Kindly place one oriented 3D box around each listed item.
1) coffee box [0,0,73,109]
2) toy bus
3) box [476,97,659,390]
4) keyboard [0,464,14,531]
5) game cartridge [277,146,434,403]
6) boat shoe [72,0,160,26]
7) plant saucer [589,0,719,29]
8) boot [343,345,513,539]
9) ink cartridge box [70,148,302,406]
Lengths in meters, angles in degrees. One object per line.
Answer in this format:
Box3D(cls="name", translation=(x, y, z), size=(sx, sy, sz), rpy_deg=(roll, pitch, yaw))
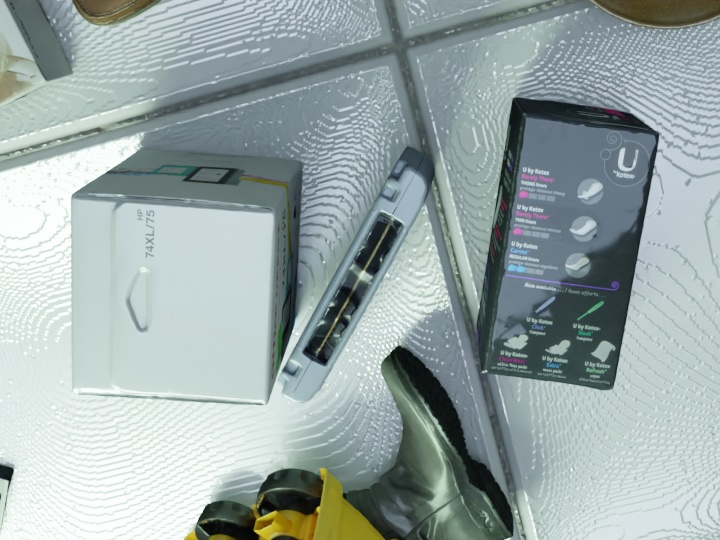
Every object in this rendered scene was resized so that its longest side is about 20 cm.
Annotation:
Box3D(cls="coffee box", translation=(-0.349, -0.163, 0.921), size=(0.198, 0.080, 0.115), rpy_deg=(-23, 102, 8))
Box3D(cls="toy bus", translation=(-0.050, 0.284, 0.993), size=(0.199, 0.137, 0.192), rpy_deg=(-28, 125, 34))
Box3D(cls="box", translation=(0.157, -0.024, 0.908), size=(0.105, 0.122, 0.202), rpy_deg=(7, 105, 1))
Box3D(cls="keyboard", translation=(-0.414, 0.180, 1.033), size=(0.198, 0.040, 0.105), rpy_deg=(15, 105, -2))
Box3D(cls="game cartridge", translation=(0.000, 0.000, 0.917), size=(0.041, 0.133, 0.201), rpy_deg=(28, 104, -4))
Box3D(cls="boat shoe", translation=(-0.151, -0.262, 0.892), size=(0.199, 0.068, 0.072), rpy_deg=(-38, 101, 12))
Box3D(cls="plant saucer", translation=(0.237, -0.288, 0.882), size=(0.198, 0.035, 0.203), rpy_deg=(1, 105, 2))
Box3D(cls="boot", translation=(0.035, 0.177, 0.999), size=(0.130, 0.068, 0.201), rpy_deg=(-27, 100, 15))
Box3D(cls="ink cartridge box", translation=(-0.126, -0.002, 0.889), size=(0.144, 0.200, 0.149), rpy_deg=(4, 105, 2))
